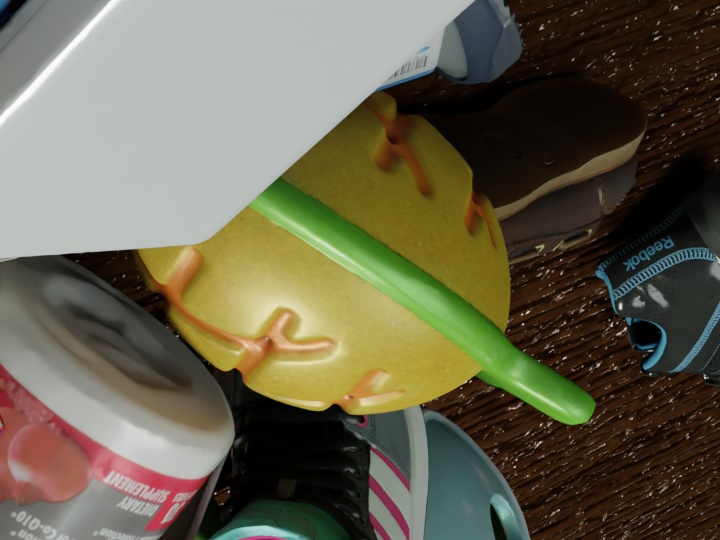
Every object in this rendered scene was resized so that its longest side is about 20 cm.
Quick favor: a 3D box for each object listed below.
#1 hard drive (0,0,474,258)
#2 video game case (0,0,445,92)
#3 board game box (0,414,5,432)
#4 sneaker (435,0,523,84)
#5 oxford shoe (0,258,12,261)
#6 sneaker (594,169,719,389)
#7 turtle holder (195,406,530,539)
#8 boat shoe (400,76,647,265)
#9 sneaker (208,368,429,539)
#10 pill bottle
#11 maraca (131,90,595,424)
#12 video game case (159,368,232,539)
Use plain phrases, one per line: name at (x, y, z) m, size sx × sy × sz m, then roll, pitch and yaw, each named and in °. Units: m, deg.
hard drive at (-0.034, -0.065, 0.729) m, size 0.132 × 0.027 × 0.200 m, roll -5°, pitch 153°, yaw -46°
video game case at (-0.036, -0.083, 0.749) m, size 0.143 × 0.018 × 0.200 m, roll -20°, pitch 161°, yaw -12°
board game box at (-0.223, 0.048, 0.777) m, size 0.200 × 0.046 × 0.152 m, roll -29°, pitch 149°, yaw 3°
sneaker at (-0.015, -0.099, 0.891) m, size 0.082 × 0.070 × 0.200 m, roll -51°, pitch 144°, yaw 0°
oxford shoe at (-0.155, -0.006, 0.842) m, size 0.200 × 0.058 × 0.075 m, roll -32°, pitch 152°, yaw -20°
sneaker at (0.168, 0.020, 1.315) m, size 0.082 × 0.073 × 0.200 m, roll -29°, pitch 147°, yaw 4°
turtle holder at (0.000, 0.124, 1.079) m, size 0.141 × 0.131 × 0.186 m, roll -62°, pitch -174°, yaw 8°
boat shoe at (0.041, -0.024, 1.063) m, size 0.200 × 0.070 × 0.070 m, roll -12°, pitch 134°, yaw -46°
sneaker at (-0.024, 0.085, 0.956) m, size 0.083 × 0.201 × 0.121 m, roll -10°, pitch 166°, yaw 11°
pill bottle at (-0.143, 0.098, 0.938) m, size 0.200 × 0.111 × 0.111 m, roll -52°, pitch 152°, yaw 13°
maraca at (0.000, 0.000, 0.916) m, size 0.200 × 0.137 × 0.107 m, roll 34°, pitch 89°, yaw -37°
video game case at (-0.085, 0.128, 1.034) m, size 0.200 × 0.017 × 0.143 m, roll -70°, pitch -175°, yaw -57°
